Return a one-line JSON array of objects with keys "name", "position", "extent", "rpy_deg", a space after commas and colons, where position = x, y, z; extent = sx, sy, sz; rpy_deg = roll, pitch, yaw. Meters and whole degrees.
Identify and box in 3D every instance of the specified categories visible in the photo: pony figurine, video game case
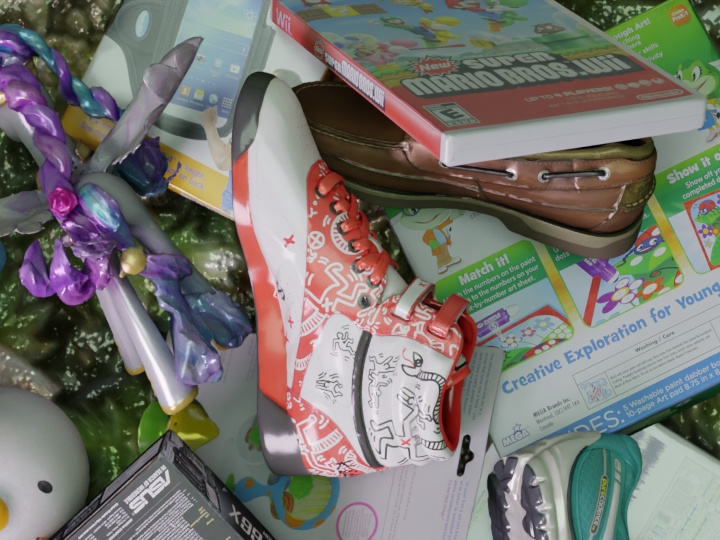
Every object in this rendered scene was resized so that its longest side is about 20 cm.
[{"name": "pony figurine", "position": [-0.133, -0.030, 1.049], "extent": [0.166, 0.193, 0.201], "rpy_deg": [-35, 107, -8]}, {"name": "video game case", "position": [0.058, -0.105, 1.050], "extent": [0.142, 0.200, 0.018], "rpy_deg": [-10, 119, -24]}]

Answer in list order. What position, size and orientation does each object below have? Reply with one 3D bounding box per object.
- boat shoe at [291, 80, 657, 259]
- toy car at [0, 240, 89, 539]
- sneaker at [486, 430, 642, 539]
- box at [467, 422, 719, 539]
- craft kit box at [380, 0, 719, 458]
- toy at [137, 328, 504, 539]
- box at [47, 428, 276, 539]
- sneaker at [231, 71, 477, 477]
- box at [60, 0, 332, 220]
[{"name": "boat shoe", "position": [0.053, -0.070, 1.070], "extent": [0.198, 0.072, 0.068], "rpy_deg": [13, 134, 4]}, {"name": "toy car", "position": [-0.208, 0.098, 1.089], "extent": [0.200, 0.177, 0.185], "rpy_deg": [37, 101, -11]}, {"name": "sneaker", "position": [0.119, 0.176, 1.072], "extent": [0.079, 0.077, 0.202], "rpy_deg": [-15, 113, -21]}, {"name": "box", "position": [0.145, 0.157, 1.137], "extent": [0.199, 0.036, 0.145], "rpy_deg": [32, 90, 3]}, {"name": "craft kit box", "position": [0.126, -0.016, 1.114], "extent": [0.199, 0.049, 0.199], "rpy_deg": [-25, 77, 1]}, {"name": "toy", "position": [-0.022, 0.095, 1.106], "extent": [0.198, 0.047, 0.116], "rpy_deg": [4, 69, 24]}, {"name": "box", "position": [-0.115, 0.205, 1.053], "extent": [0.200, 0.050, 0.158], "rpy_deg": [-43, 97, 5]}, {"name": "sneaker", "position": [0.000, 0.000, 1.037], "extent": [0.107, 0.067, 0.203], "rpy_deg": [-3, 97, 16]}, {"name": "box", "position": [-0.066, -0.138, 1.144], "extent": [0.118, 0.041, 0.201], "rpy_deg": [26, 92, 2]}]
